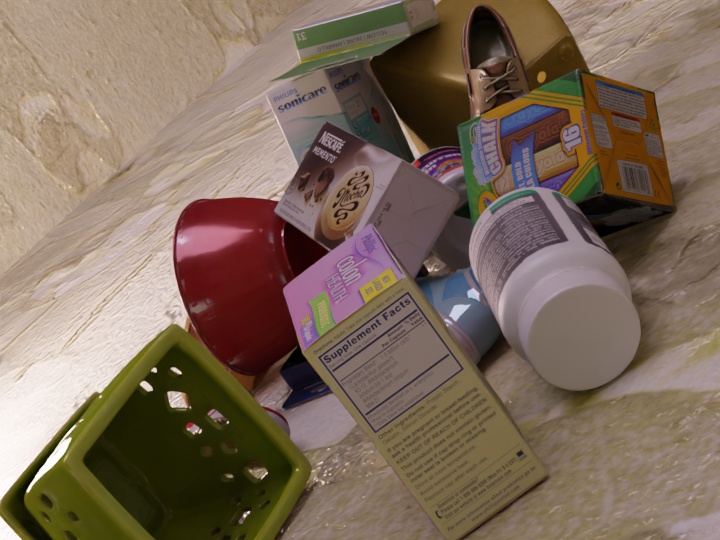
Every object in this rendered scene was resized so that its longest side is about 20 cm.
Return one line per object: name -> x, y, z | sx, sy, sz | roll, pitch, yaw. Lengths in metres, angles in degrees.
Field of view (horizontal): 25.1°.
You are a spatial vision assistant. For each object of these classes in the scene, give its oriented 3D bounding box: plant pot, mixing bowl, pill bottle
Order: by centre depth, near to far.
pill bottle -> 0.163, 0.014, 1.369 | 0.113, 0.113, 0.200 | -34, 23, 7
plant pot -> -0.198, 0.203, 1.479 | 0.181, 0.199, 0.200 | -31, 16, 42
mixing bowl -> -0.098, 0.001, 1.733 | 0.108, 0.201, 0.200 | -20, 22, 26
pill bottle -> 0.103, -0.074, 1.758 | 0.111, 0.112, 0.200 | -36, 16, 0
plant pot -> 0.169, -0.209, 1.878 | 0.195, 0.195, 0.200 | -40, 30, -14

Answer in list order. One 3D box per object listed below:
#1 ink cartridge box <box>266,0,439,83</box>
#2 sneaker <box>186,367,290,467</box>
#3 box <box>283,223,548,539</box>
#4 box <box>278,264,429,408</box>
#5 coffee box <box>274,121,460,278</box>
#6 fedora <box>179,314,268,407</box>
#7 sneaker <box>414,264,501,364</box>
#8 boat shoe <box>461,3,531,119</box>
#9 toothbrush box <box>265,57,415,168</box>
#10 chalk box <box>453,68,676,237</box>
ink cartridge box -> -0.011, -0.264, 1.817 | 0.145, 0.048, 0.200 | -11, 11, 25
sneaker -> -0.121, 0.149, 1.676 | 0.200, 0.071, 0.113 | -21, 25, 49
box -> 0.039, 0.086, 1.288 | 0.096, 0.200, 0.176 | -35, 17, 2
box -> -0.012, 0.065, 1.756 | 0.121, 0.032, 0.200 | -24, 22, 38
coffee box -> 0.003, -0.066, 1.612 | 0.113, 0.080, 0.200 | -60, 28, 3
fedora -> -0.142, 0.073, 1.847 | 0.081, 0.202, 0.201 | 11, 32, 12
sneaker -> 0.100, 0.023, 1.562 | 0.130, 0.080, 0.200 | -41, 26, -7
boat shoe -> 0.144, -0.196, 1.717 | 0.075, 0.074, 0.201 | -17, 59, 3
toothbrush box -> -0.011, -0.144, 1.884 | 0.085, 0.201, 0.146 | -22, 8, 25
chalk box -> 0.178, -0.092, 1.549 | 0.199, 0.125, 0.124 | -20, -20, 41
